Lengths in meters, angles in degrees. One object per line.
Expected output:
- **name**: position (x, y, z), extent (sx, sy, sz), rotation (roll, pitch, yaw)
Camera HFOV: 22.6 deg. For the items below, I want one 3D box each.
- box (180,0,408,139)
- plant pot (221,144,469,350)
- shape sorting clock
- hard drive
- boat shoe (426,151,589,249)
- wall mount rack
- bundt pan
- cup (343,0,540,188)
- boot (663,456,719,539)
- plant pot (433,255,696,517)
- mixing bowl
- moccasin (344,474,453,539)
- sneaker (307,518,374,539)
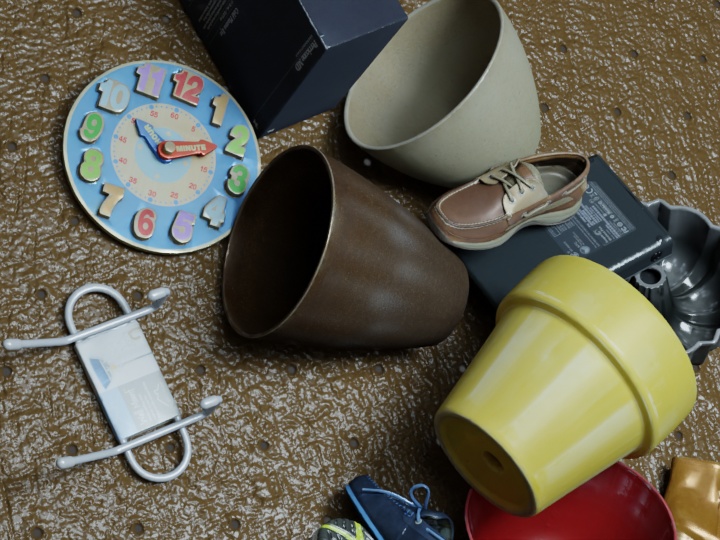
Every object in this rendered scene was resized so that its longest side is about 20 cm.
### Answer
- **box**: position (-0.072, -0.262, 1.777), extent (0.104, 0.200, 0.183), rotation (-24, 80, -30)
- **plant pot**: position (0.000, 0.000, 1.727), extent (0.199, 0.187, 0.188), rotation (19, 62, -31)
- **shape sorting clock**: position (-0.192, -0.113, 1.756), extent (0.199, 0.039, 0.201), rotation (9, 66, -20)
- **hard drive**: position (0.197, -0.026, 1.838), extent (0.199, 0.033, 0.140), rotation (-27, 56, -16)
- **boat shoe**: position (0.148, -0.078, 1.776), extent (0.199, 0.072, 0.076), rotation (-20, 60, -38)
- **wall mount rack**: position (-0.228, 0.101, 1.631), extent (0.173, 0.075, 0.201), rotation (-21, 78, -29)
- **bundt pan**: position (0.297, 0.027, 1.859), extent (0.200, 0.076, 0.203), rotation (-2, 53, 3)
- **cup**: position (0.103, -0.163, 1.836), extent (0.143, 0.199, 0.201), rotation (42, 55, -35)
- **boot**: position (0.397, 0.275, 1.832), extent (0.200, 0.071, 0.145), rotation (22, 65, -8)
- **plant pot**: position (0.177, 0.120, 1.665), extent (0.189, 0.201, 0.201), rotation (-42, 89, -23)
- **mixing bowl**: position (0.190, 0.273, 1.703), extent (0.199, 0.109, 0.201), rotation (4, 41, -3)
- **moccasin**: position (0.061, 0.253, 1.654), extent (0.068, 0.081, 0.200), rotation (-38, 52, -8)
- **sneaker**: position (0.013, 0.323, 1.643), extent (0.075, 0.076, 0.201), rotation (-21, 76, -40)
